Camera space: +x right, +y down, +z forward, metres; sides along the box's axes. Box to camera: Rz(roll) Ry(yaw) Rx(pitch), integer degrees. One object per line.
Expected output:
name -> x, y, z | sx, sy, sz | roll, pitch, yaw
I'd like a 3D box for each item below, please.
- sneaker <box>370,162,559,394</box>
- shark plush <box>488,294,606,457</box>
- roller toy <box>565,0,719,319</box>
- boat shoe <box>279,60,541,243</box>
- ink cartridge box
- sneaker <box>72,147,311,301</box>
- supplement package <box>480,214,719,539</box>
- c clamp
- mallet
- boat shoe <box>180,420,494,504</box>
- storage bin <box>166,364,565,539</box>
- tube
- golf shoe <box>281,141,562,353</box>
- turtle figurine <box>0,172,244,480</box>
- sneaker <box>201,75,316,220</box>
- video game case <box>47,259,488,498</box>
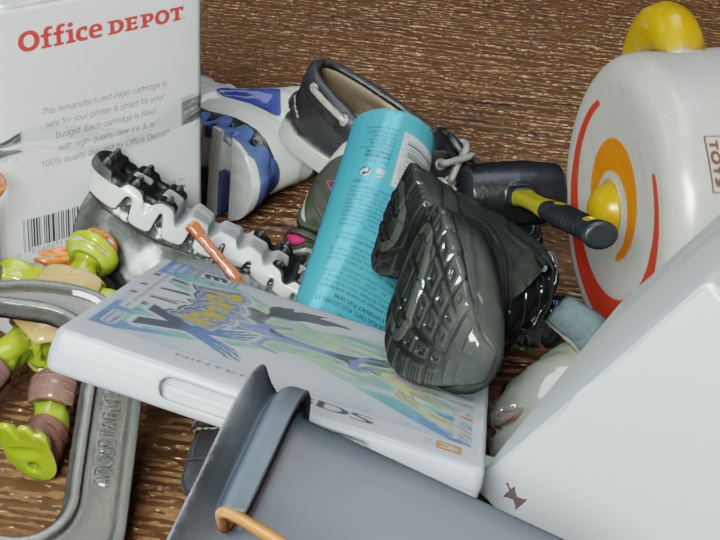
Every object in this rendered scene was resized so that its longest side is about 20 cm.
sneaker -> 0.060, 0.005, 0.768 | 0.091, 0.076, 0.200 | 20, 22, -10
shark plush -> 0.159, 0.083, 0.842 | 0.200, 0.091, 0.083 | 11, 47, -23
roller toy -> 0.201, -0.041, 0.914 | 0.139, 0.200, 0.183 | -3, 33, -13
boat shoe -> 0.039, -0.071, 1.034 | 0.200, 0.060, 0.074 | 34, 34, 16
ink cartridge box -> -0.175, -0.083, 0.933 | 0.146, 0.200, 0.084 | -20, 33, -39
sneaker -> -0.085, 0.015, 0.905 | 0.200, 0.091, 0.066 | 30, 15, -3
supplement package -> 0.183, 0.063, 0.690 | 0.151, 0.152, 0.200 | 46, 36, 4
c clamp -> -0.188, 0.079, 0.729 | 0.170, 0.027, 0.200 | 12, 53, -4
mallet -> 0.099, -0.035, 0.903 | 0.066, 0.041, 0.200 | -1, 10, -2
boat shoe -> 0.014, 0.108, 0.736 | 0.200, 0.074, 0.060 | 19, 69, -4
storage bin -> -0.010, 0.148, 0.531 | 0.134, 0.146, 0.200 | 18, 53, 7
tube -> 0.000, 0.000, 0.865 | 0.077, 0.050, 0.200 | 24, 55, -14
golf shoe -> 0.039, -0.012, 0.934 | 0.200, 0.088, 0.077 | 25, 8, 32
turtle figurine -> -0.174, 0.028, 0.829 | 0.200, 0.064, 0.161 | 22, 52, 4
sneaker -> -0.099, -0.105, 1.139 | 0.115, 0.081, 0.199 | -16, 39, -41
video game case -> -0.030, 0.044, 0.714 | 0.182, 0.022, 0.200 | 18, 9, 2
